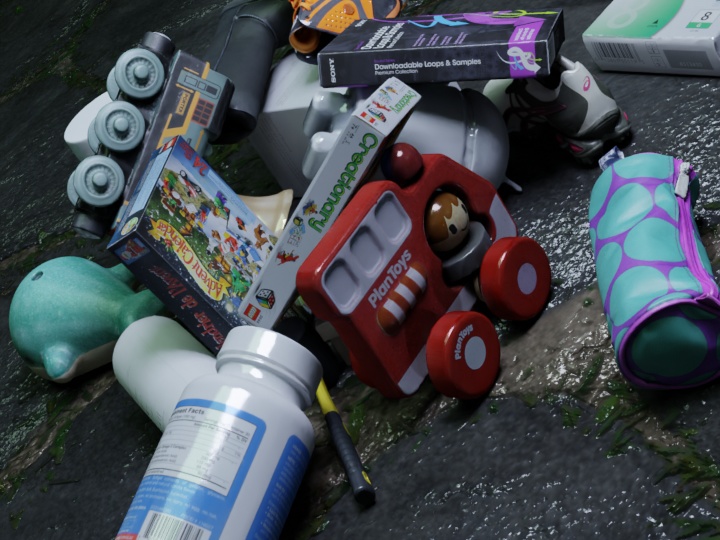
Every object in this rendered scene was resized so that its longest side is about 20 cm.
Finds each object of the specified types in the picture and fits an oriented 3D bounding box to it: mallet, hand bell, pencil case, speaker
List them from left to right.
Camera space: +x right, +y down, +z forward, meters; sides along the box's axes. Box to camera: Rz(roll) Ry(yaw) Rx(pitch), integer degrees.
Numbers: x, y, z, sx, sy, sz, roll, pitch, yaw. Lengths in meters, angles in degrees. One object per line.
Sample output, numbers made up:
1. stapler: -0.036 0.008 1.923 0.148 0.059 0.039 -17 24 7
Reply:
1. hand bell: -0.174 -0.063 1.328 0.104 0.198 0.105 -160 90 -80
2. speaker: -0.152 0.106 1.205 0.081 0.082 0.200 -41 29 -11
3. mallet: -0.029 0.107 1.097 0.041 0.066 0.200 -35 30 5
4. pencil case: 0.215 -0.005 0.991 0.093 0.084 0.201 -51 20 32

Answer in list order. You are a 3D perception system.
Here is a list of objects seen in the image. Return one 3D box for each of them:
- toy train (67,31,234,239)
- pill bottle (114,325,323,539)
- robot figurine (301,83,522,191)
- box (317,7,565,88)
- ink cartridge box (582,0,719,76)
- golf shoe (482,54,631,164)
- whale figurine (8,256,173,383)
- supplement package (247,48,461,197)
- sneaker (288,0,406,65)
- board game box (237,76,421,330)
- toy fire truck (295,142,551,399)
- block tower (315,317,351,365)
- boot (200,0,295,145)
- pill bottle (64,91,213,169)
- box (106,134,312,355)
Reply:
1. toy train: -0.193 -0.115 1.265 0.202 0.113 0.085 -71 15 -11
2. pill bottle: -0.099 0.148 1.029 0.111 0.112 0.202 -4 53 42
3. robot figurine: 0.048 -0.112 1.236 0.113 0.197 0.172 124 150 -68
4. box: 0.074 -0.197 1.209 0.197 0.037 0.143 -2 21 14
5. ink cartridge box: 0.326 -0.262 1.285 0.200 0.050 0.160 -49 33 -19
6. golf shoe: 0.169 -0.166 1.264 0.077 0.089 0.200 -39 29 -13
7. whale figurine: -0.277 0.040 1.403 0.198 0.104 0.160 -4 41 42
8. supplement package: -0.008 -0.158 1.399 0.199 0.118 0.117 0 43 46
9. sneaker: -0.060 -0.275 1.339 0.198 0.078 0.113 26 61 8
10. board game box: -0.025 -0.054 1.124 0.201 0.034 0.126 -58 -2 26
11. toy fire truck: 0.048 -0.005 1.074 0.111 0.169 0.201 3 46 46
12. block tower: 0.000 0.000 1.231 0.054 0.058 0.201 -24 30 18
13. boot: -0.097 -0.214 1.386 0.163 0.066 0.201 -17 33 29
14. pill bottle: -0.209 -0.084 1.414 0.119 0.201 0.120 -24 31 16
15. box: -0.122 -0.003 1.209 0.037 0.200 0.137 -27 29 30
